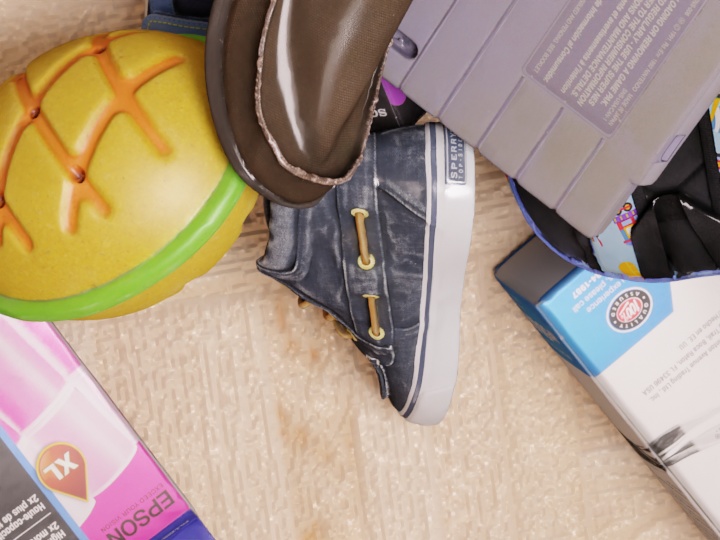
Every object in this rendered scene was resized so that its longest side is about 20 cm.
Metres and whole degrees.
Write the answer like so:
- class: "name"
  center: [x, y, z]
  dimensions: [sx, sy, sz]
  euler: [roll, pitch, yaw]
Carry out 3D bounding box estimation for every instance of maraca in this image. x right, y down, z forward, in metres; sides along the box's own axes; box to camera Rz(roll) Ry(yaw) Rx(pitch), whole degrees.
- class: "maraca"
  center: [-0.125, -0.035, 1.258]
  dimensions: [0.200, 0.137, 0.107]
  euler: [-16, 138, 29]

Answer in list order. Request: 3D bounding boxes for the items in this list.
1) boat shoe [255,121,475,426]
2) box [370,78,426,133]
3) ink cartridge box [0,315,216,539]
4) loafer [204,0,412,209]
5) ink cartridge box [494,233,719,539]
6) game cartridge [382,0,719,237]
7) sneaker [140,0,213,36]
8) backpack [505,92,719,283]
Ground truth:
- class: "boat shoe"
  center: [0.000, 0.000, 1.311]
  dimensions: [0.091, 0.200, 0.071]
  euler: [2, 55, -1]
- class: "box"
  center: [0.009, -0.177, 1.284]
  dimensions: [0.143, 0.036, 0.200]
  euler: [-44, 119, -41]
- class: "ink cartridge box"
  center: [-0.148, 0.092, 1.347]
  dimensions: [0.095, 0.037, 0.200]
  euler: [-37, 109, -5]
- class: "loafer"
  center: [-0.009, -0.124, 1.187]
  dimensions: [0.073, 0.071, 0.200]
  euler: [11, 86, -40]
- class: "ink cartridge box"
  center: [0.183, 0.036, 1.391]
  dimensions: [0.146, 0.084, 0.200]
  euler: [-40, 107, -4]
- class: "game cartridge"
  center: [0.104, -0.125, 1.190]
  dimensions: [0.130, 0.038, 0.200]
  euler: [37, 116, 5]
- class: "sneaker"
  center: [-0.065, -0.131, 1.291]
  dimensions: [0.074, 0.082, 0.200]
  euler: [3, 97, 11]
- class: "backpack"
  center: [0.142, -0.102, 1.272]
  dimensions: [0.182, 0.135, 0.200]
  euler: [-8, 101, 25]
